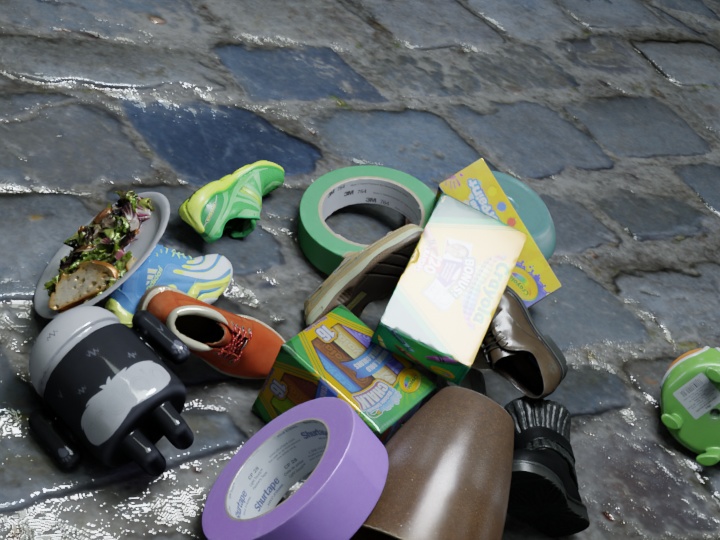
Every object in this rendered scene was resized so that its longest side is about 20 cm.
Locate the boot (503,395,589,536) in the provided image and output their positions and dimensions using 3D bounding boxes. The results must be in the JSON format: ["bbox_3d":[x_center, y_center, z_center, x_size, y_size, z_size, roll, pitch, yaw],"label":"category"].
[{"bbox_3d":[0.204,0.215,1.557,0.211,0.079,0.159,48,31,-53],"label":"boot"}]

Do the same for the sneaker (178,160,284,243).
[{"bbox_3d":[-0.167,-0.088,1.761,0.084,0.074,0.200,58,39,-3],"label":"sneaker"}]

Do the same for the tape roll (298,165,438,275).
[{"bbox_3d":[0.014,-0.064,1.800,0.198,0.048,0.201,4,43,-3],"label":"tape roll"}]

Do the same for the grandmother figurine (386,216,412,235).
[{"bbox_3d":[0.094,-0.030,1.846,0.120,0.061,0.201,7,40,-11],"label":"grandmother figurine"}]

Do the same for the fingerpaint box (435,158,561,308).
[{"bbox_3d":[0.185,-0.042,1.778,0.201,0.073,0.167,58,0,4],"label":"fingerpaint box"}]

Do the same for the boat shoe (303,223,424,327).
[{"bbox_3d":[0.000,0.000,1.656,0.072,0.200,0.076,37,19,-44],"label":"boat shoe"}]

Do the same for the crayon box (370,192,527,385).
[{"bbox_3d":[0.107,0.020,1.549,0.118,0.058,0.201,26,61,2],"label":"crayon box"}]

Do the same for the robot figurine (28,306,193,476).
[{"bbox_3d":[-0.269,0.130,1.414,0.200,0.125,0.150,42,37,17],"label":"robot figurine"}]

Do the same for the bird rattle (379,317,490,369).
[{"bbox_3d":[0.123,0.085,1.690,0.199,0.113,0.163,24,17,-24],"label":"bird rattle"}]

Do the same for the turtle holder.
[{"bbox_3d":[0.499,0.181,1.788,0.184,0.142,0.132,18,22,3],"label":"turtle holder"}]

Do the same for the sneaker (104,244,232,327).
[{"bbox_3d":[-0.229,0.000,1.578,0.075,0.106,0.200,14,31,31],"label":"sneaker"}]

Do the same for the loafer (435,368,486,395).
[{"bbox_3d":[0.147,0.194,1.624,0.069,0.070,0.201,2,45,-16],"label":"loafer"}]

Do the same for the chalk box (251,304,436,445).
[{"bbox_3d":[-0.004,0.164,1.526,0.200,0.125,0.124,40,41,17],"label":"chalk box"}]

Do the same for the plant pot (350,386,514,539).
[{"bbox_3d":[0.086,0.233,1.401,0.186,0.187,0.201,29,64,1],"label":"plant pot"}]

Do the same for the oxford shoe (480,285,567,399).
[{"bbox_3d":[0.170,0.074,1.596,0.200,0.073,0.084,45,32,4],"label":"oxford shoe"}]

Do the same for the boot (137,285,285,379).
[{"bbox_3d":[-0.156,0.083,1.517,0.199,0.076,0.107,24,-4,-28],"label":"boot"}]

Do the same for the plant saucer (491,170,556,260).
[{"bbox_3d":[0.218,-0.091,1.999,0.198,0.036,0.201,16,41,-15],"label":"plant saucer"}]

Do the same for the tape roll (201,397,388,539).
[{"bbox_3d":[-0.069,0.227,1.359,0.066,0.199,0.201,50,34,-22],"label":"tape roll"}]

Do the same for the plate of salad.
[{"bbox_3d":[-0.307,-0.026,1.519,0.048,0.199,0.201,51,29,-31],"label":"plate of salad"}]
